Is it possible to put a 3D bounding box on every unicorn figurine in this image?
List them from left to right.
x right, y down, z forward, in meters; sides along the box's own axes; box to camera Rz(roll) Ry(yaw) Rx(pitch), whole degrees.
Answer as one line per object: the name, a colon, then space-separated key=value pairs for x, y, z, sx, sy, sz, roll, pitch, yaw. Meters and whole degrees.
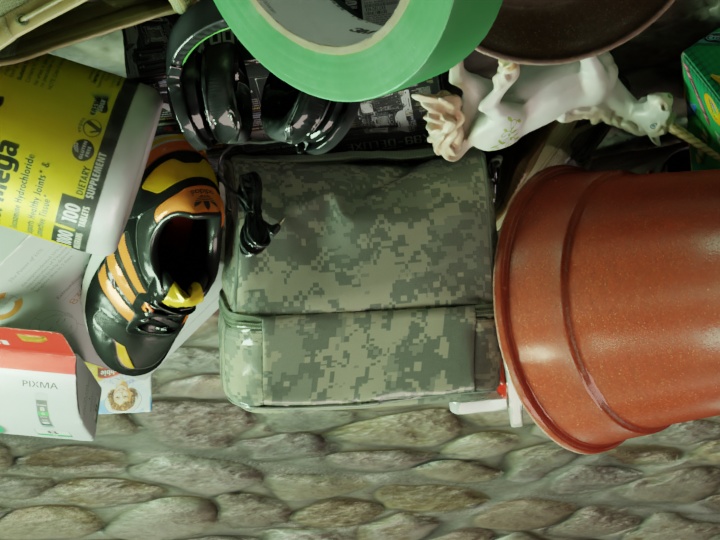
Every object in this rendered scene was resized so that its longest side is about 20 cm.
unicorn figurine: x=0.132 y=-0.122 z=1.621 sx=0.200 sy=0.074 sz=0.137 roll=-12 pitch=141 yaw=0

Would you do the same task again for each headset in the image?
headset: x=-0.060 y=-0.095 z=1.527 sx=0.123 sy=0.094 sz=0.200 roll=2 pitch=148 yaw=-8

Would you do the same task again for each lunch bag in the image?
lunch bag: x=0.000 y=0.000 z=1.677 sx=0.200 sy=0.168 sz=0.139 roll=-2 pitch=-170 yaw=-5

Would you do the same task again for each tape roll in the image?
tape roll: x=-0.009 y=-0.190 z=1.300 sx=0.048 sy=0.201 sz=0.200 roll=-24 pitch=174 yaw=-43

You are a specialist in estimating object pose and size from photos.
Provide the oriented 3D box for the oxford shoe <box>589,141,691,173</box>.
oxford shoe: x=0.203 y=-0.060 z=1.819 sx=0.200 sy=0.071 sz=0.073 roll=-19 pitch=172 yaw=5

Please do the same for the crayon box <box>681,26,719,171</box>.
crayon box: x=0.285 y=-0.116 z=1.682 sx=0.119 sy=0.058 sz=0.200 roll=-33 pitch=157 yaw=-4

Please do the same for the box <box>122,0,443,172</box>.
box: x=-0.045 y=-0.124 z=1.638 sx=0.200 sy=0.050 sz=0.158 roll=-8 pitch=158 yaw=4

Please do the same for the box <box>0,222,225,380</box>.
box: x=-0.196 y=-0.016 z=1.745 sx=0.124 sy=0.098 sz=0.200 roll=-43 pitch=143 yaw=20

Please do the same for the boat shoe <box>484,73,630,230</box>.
boat shoe: x=0.134 y=-0.081 z=1.761 sx=0.065 sy=0.073 sz=0.200 roll=6 pitch=155 yaw=-15

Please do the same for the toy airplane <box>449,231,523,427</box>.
toy airplane: x=0.111 y=0.038 z=1.951 sx=0.199 sy=0.141 sz=0.200 roll=7 pitch=-164 yaw=44

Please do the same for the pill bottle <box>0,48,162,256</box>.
pill bottle: x=-0.233 y=-0.089 z=1.544 sx=0.200 sy=0.113 sz=0.112 roll=17 pitch=154 yaw=-3

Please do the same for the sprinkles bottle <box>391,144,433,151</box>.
sprinkles bottle: x=0.050 y=-0.044 z=1.831 sx=0.068 sy=0.068 sz=0.200 roll=-8 pitch=157 yaw=5

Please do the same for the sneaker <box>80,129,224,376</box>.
sneaker: x=-0.135 y=0.008 z=1.647 sx=0.070 sy=0.090 sz=0.200 roll=-2 pitch=130 yaw=-24

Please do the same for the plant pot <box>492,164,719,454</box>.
plant pot: x=0.225 y=0.014 z=1.644 sx=0.195 sy=0.201 sz=0.201 roll=-9 pitch=160 yaw=38

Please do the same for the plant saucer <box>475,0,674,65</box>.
plant saucer: x=0.103 y=-0.214 z=1.355 sx=0.200 sy=0.201 sz=0.037 roll=2 pitch=-162 yaw=-20

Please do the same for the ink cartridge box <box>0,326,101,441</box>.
ink cartridge box: x=-0.276 y=0.077 z=1.753 sx=0.161 sy=0.050 sz=0.200 roll=5 pitch=168 yaw=3

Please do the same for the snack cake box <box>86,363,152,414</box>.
snack cake box: x=-0.261 y=0.051 z=1.899 sx=0.200 sy=0.115 sz=0.067 roll=-3 pitch=-163 yaw=-11

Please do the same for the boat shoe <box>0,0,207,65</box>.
boat shoe: x=-0.133 y=-0.169 z=1.490 sx=0.200 sy=0.063 sz=0.073 roll=-9 pitch=157 yaw=6
